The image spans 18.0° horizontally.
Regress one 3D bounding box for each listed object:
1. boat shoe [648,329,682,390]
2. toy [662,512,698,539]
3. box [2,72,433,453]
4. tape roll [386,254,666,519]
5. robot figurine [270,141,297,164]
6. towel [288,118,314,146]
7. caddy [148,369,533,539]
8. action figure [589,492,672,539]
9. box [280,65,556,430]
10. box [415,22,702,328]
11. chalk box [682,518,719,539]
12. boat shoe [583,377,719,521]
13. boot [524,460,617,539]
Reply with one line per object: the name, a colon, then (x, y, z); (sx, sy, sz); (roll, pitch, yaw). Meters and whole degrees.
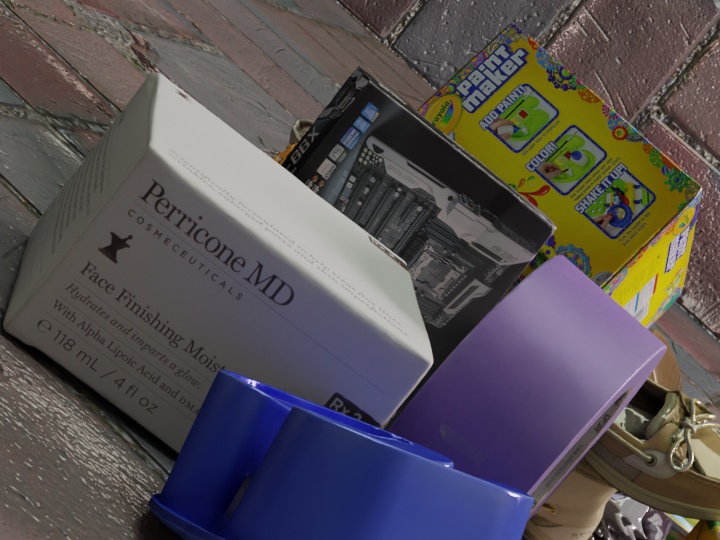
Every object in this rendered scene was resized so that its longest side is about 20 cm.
boat shoe: (0.223, 0.132, 1.813); (0.071, 0.064, 0.201); (-66, 152, -49)
toy: (0.251, 0.202, 1.780); (0.200, 0.047, 0.115); (43, -19, -1)
box: (-0.079, 0.013, 1.279); (0.198, 0.131, 0.200); (37, 11, -13)
tape roll: (0.085, 0.093, 1.333); (0.085, 0.200, 0.200); (41, 10, 11)
robot figurine: (0.003, 0.001, 1.700); (0.200, 0.058, 0.146); (41, -31, 24)
towel: (0.007, -0.013, 1.771); (0.034, 0.133, 0.200); (-33, 64, -31)
caddy: (-0.010, 0.129, 1.122); (0.199, 0.106, 0.141); (24, -3, -40)
action figure: (0.148, 0.126, 1.668); (0.200, 0.069, 0.130); (51, -32, -11)
box: (0.000, 0.000, 1.422); (0.157, 0.200, 0.050); (37, 7, -18)
box: (0.138, -0.042, 1.690); (0.192, 0.122, 0.200); (43, -14, 17)
chalk box: (0.258, 0.273, 1.412); (0.200, 0.125, 0.124); (40, 10, -7)
boat shoe: (0.169, 0.088, 1.442); (0.200, 0.063, 0.073); (32, 40, 12)
boot: (0.105, 0.094, 1.563); (0.200, 0.073, 0.156); (47, -28, 10)
